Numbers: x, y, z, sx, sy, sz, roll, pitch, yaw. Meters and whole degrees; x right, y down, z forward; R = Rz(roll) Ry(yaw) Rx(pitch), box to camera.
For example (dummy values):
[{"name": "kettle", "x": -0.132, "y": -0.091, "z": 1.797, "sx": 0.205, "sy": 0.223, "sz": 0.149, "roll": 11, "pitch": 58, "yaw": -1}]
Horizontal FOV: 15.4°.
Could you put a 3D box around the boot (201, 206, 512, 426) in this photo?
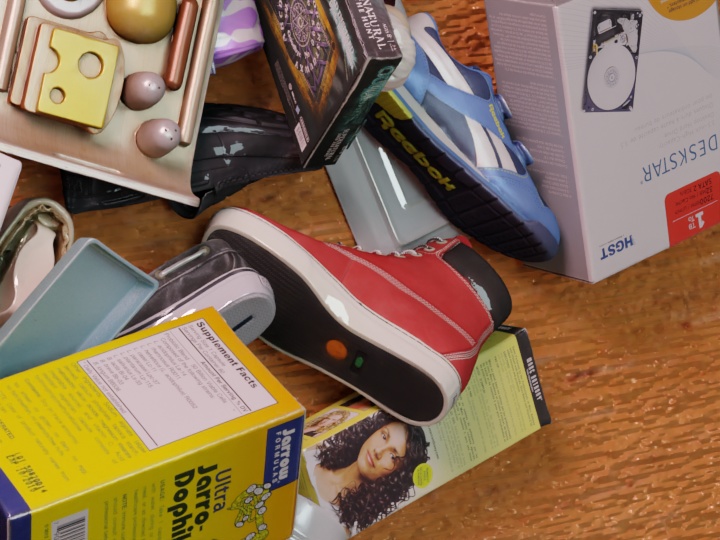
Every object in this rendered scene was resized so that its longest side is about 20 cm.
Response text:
[{"name": "boot", "x": 0.000, "y": 0.000, "z": 1.768, "sx": 0.199, "sy": 0.073, "sz": 0.144, "roll": 34, "pitch": 44, "yaw": 1}]

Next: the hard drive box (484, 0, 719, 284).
[{"name": "hard drive box", "x": 0.177, "y": -0.114, "z": 1.854, "sx": 0.155, "sy": 0.077, "sz": 0.201, "roll": -25, "pitch": 116, "yaw": -34}]

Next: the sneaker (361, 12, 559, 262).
[{"name": "sneaker", "x": 0.075, "y": -0.089, "z": 1.800, "sx": 0.200, "sy": 0.074, "sz": 0.082, "roll": 48, "pitch": 61, "yaw": -19}]

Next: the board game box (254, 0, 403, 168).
[{"name": "board game box", "x": -0.035, "y": -0.185, "z": 1.691, "sx": 0.028, "sy": 0.135, "sz": 0.201, "roll": -9, "pitch": 67, "yaw": -25}]

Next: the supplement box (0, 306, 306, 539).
[{"name": "supplement box", "x": -0.146, "y": 0.121, "z": 1.588, "sx": 0.199, "sy": 0.109, "sz": 0.110, "roll": -19, "pitch": 135, "yaw": -28}]

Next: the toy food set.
[{"name": "toy food set", "x": -0.144, "y": -0.152, "z": 1.621, "sx": 0.143, "sy": 0.060, "sz": 0.201, "roll": 15, "pitch": 80, "yaw": -24}]

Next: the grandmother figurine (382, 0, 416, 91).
[{"name": "grandmother figurine", "x": 0.006, "y": -0.206, "z": 1.747, "sx": 0.060, "sy": 0.122, "sz": 0.201, "roll": -5, "pitch": 59, "yaw": -1}]

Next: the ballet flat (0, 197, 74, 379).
[{"name": "ballet flat", "x": -0.230, "y": 0.040, "z": 1.625, "sx": 0.069, "sy": 0.069, "sz": 0.201, "roll": 34, "pitch": 68, "yaw": -24}]

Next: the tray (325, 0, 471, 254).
[{"name": "tray", "x": 0.018, "y": -0.102, "z": 1.820, "sx": 0.107, "sy": 0.022, "sz": 0.201, "roll": -27, "pitch": 99, "yaw": -32}]

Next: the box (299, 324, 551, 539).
[{"name": "box", "x": 0.034, "y": 0.108, "z": 1.785, "sx": 0.199, "sy": 0.050, "sz": 0.076, "roll": -28, "pitch": 110, "yaw": -31}]

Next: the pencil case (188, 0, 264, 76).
[{"name": "pencil case", "x": -0.122, "y": -0.220, "z": 1.716, "sx": 0.085, "sy": 0.084, "sz": 0.201, "roll": -13, "pitch": 91, "yaw": 9}]

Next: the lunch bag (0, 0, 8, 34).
[{"name": "lunch bag", "x": -0.255, "y": -0.168, "z": 1.634, "sx": 0.199, "sy": 0.094, "sz": 0.152, "roll": 15, "pitch": 77, "yaw": -42}]

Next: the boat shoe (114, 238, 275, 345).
[{"name": "boat shoe", "x": -0.149, "y": 0.052, "z": 1.674, "sx": 0.199, "sy": 0.071, "sz": 0.072, "roll": -30, "pitch": 141, "yaw": -12}]

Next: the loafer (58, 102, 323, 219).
[{"name": "loafer", "x": -0.107, "y": -0.069, "z": 1.719, "sx": 0.200, "sy": 0.068, "sz": 0.071, "roll": -4, "pitch": 107, "yaw": -36}]

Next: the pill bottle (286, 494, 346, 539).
[{"name": "pill bottle", "x": -0.087, "y": 0.236, "z": 1.666, "sx": 0.112, "sy": 0.112, "sz": 0.201, "roll": 37, "pitch": 66, "yaw": -23}]

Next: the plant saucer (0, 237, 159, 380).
[{"name": "plant saucer", "x": -0.207, "y": 0.066, "z": 1.591, "sx": 0.200, "sy": 0.019, "sz": 0.070, "roll": -50, "pitch": 138, "yaw": 3}]

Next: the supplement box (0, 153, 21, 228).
[{"name": "supplement box", "x": -0.316, "y": -0.051, "z": 1.562, "sx": 0.199, "sy": 0.101, "sz": 0.104, "roll": 23, "pitch": 73, "yaw": -27}]
